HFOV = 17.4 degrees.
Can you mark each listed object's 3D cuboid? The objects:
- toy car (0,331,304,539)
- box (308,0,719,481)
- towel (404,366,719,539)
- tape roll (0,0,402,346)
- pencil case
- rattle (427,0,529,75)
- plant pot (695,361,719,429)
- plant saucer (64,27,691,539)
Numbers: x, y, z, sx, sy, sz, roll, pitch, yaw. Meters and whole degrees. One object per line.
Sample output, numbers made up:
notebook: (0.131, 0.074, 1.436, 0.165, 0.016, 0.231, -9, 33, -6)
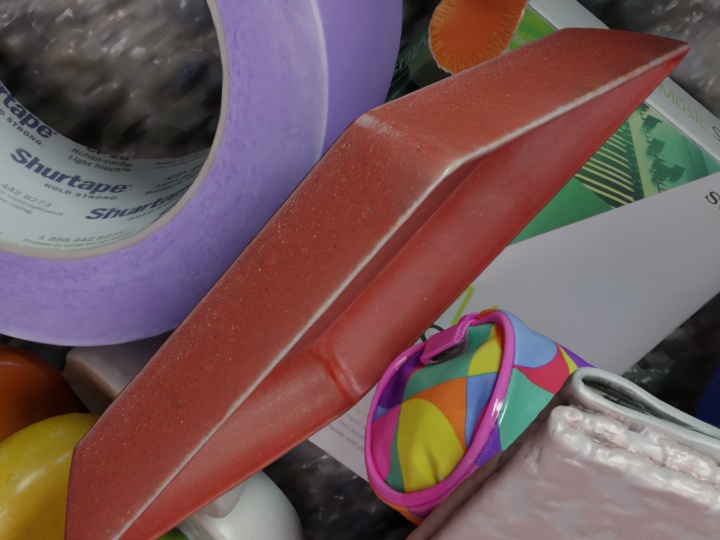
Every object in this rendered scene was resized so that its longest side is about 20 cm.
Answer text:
toy car: (-0.128, 0.103, 0.894, 0.150, 0.175, 0.201, 35, 160, 31)
box: (0.041, -0.005, 0.867, 0.144, 0.036, 0.200, 36, 119, -18)
towel: (0.116, 0.114, 0.774, 0.199, 0.032, 0.191, 24, 148, -7)
tape roll: (-0.092, -0.083, 0.767, 0.198, 0.085, 0.202, 7, 115, 15)
pencil case: (0.096, 0.085, 0.861, 0.199, 0.089, 0.088, 30, 123, -31)
rattle: (0.081, -0.171, 0.745, 0.130, 0.143, 0.201, 28, 142, 31)
plant pot: (0.248, 0.013, 0.750, 0.199, 0.200, 0.181, 23, 87, -10)
plant saucer: (0.000, 0.000, 0.755, 0.037, 0.200, 0.200, 46, 120, 8)
